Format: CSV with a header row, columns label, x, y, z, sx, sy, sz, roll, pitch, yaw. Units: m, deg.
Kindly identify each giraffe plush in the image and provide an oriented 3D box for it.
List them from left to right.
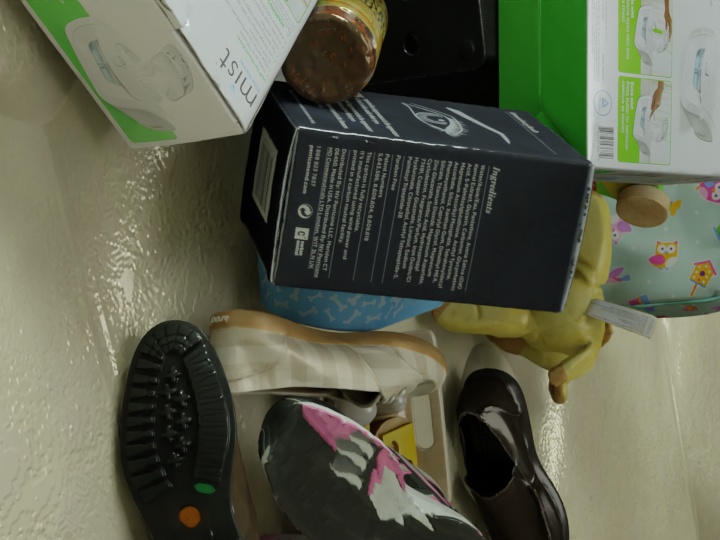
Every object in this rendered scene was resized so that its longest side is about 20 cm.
label,x,y,z,sx,sy,sz,roll,pitch,yaw
giraffe plush,0.160,0.026,1.453,0.173,0.200,0.162,-51,165,-11

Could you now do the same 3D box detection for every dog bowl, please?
label,x,y,z,sx,sy,sz,roll,pitch,yaw
dog bowl,0.000,0.000,1.196,0.200,0.111,0.050,-18,120,-61

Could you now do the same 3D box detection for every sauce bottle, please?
label,x,y,z,sx,sy,sz,roll,pitch,yaw
sauce bottle,-0.014,-0.168,1.139,0.200,0.066,0.066,-81,157,-67

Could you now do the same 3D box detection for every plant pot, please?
label,x,y,z,sx,sy,sz,roll,pitch,yaw
plant pot,0.090,-0.218,1.315,0.177,0.199,0.201,-10,96,-48

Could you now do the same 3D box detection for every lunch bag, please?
label,x,y,z,sx,sy,sz,roll,pitch,yaw
lunch bag,0.276,-0.036,1.612,0.077,0.199,0.161,20,67,-62

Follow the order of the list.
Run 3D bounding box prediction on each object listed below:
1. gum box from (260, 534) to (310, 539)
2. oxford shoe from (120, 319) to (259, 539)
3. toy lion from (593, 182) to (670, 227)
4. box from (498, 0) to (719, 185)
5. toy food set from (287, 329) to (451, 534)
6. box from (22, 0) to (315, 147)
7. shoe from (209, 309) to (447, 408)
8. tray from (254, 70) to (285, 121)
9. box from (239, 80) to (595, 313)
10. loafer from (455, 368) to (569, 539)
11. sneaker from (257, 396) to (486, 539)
label,x,y,z,sx,sy,sz,roll,pitch,yaw
gum box,-0.035,0.294,1.133,0.114,0.066,0.200,-50,129,-51
oxford shoe,-0.104,0.129,1.044,0.084,0.072,0.201,-31,114,-85
toy lion,0.196,-0.124,1.441,0.192,0.199,0.069,72,30,-52
box,0.196,-0.167,1.225,0.176,0.097,0.201,-1,89,-39
toy food set,0.014,0.130,1.251,0.200,0.060,0.144,-14,98,-61
box,-0.115,-0.204,0.973,0.200,0.096,0.177,56,45,-37
shoe,-0.020,0.069,1.118,0.200,0.070,0.054,13,67,-40
tray,-0.065,-0.161,1.178,0.200,0.022,0.108,-18,104,-61
box,0.032,-0.051,1.099,0.148,0.199,0.105,-121,-141,-69
loafer,0.119,0.187,1.443,0.071,0.073,0.200,-37,111,-51
sneaker,-0.001,0.146,1.125,0.200,0.080,0.086,46,3,-33
